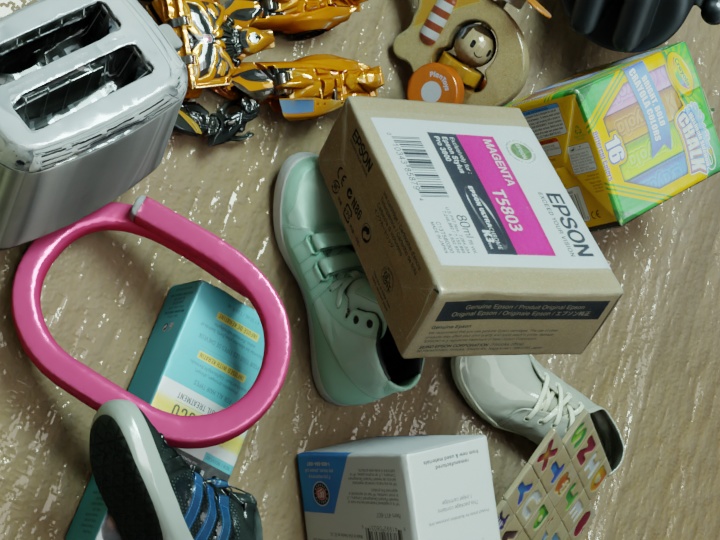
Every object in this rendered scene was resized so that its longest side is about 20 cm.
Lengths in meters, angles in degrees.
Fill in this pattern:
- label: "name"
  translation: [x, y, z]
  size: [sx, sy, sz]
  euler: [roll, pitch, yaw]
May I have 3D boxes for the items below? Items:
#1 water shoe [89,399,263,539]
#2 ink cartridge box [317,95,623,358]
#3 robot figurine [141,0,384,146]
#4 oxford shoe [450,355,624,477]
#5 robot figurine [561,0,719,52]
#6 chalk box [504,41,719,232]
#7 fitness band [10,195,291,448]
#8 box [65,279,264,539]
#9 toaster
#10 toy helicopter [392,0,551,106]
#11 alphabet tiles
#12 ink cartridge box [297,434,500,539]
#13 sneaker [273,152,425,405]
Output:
- label: "water shoe"
  translation: [-0.113, 0.164, 0.913]
  size: [0.079, 0.071, 0.202]
  euler: [-36, 111, -37]
- label: "ink cartridge box"
  translation: [0.078, -0.034, 1.015]
  size: [0.163, 0.075, 0.201]
  euler: [-1, 48, -29]
- label: "robot figurine"
  translation: [-0.079, -0.173, 1.042]
  size: [0.198, 0.058, 0.147]
  euler: [-10, 89, -36]
- label: "oxford shoe"
  translation: [0.158, 0.117, 1.175]
  size: [0.200, 0.058, 0.076]
  euler: [39, 65, -24]
- label: "robot figurine"
  translation: [0.252, -0.274, 1.238]
  size: [0.151, 0.124, 0.200]
  euler: [52, 42, -15]
- label: "chalk box"
  translation: [0.233, -0.122, 1.219]
  size: [0.199, 0.124, 0.125]
  euler: [-27, 100, -36]
- label: "fitness band"
  translation: [-0.142, 0.035, 0.938]
  size: [0.199, 0.037, 0.144]
  euler: [31, 70, 0]
- label: "box"
  translation: [-0.129, 0.115, 0.976]
  size: [0.082, 0.049, 0.202]
  euler: [31, 67, -28]
- label: "toaster"
  translation: [-0.205, -0.101, 0.889]
  size: [0.199, 0.129, 0.114]
  euler: [-32, 81, -33]
- label: "toy helicopter"
  translation: [0.076, -0.227, 1.129]
  size: [0.201, 0.132, 0.079]
  euler: [63, 25, 8]
- label: "alphabet tiles"
  translation: [0.146, 0.204, 1.104]
  size: [0.167, 0.006, 0.200]
  euler: [-53, 149, -13]
- label: "ink cartridge box"
  translation: [0.034, 0.229, 1.018]
  size: [0.084, 0.145, 0.203]
  euler: [-7, 89, -36]
- label: "sneaker"
  translation: [0.000, 0.000, 1.041]
  size: [0.073, 0.118, 0.203]
  euler: [-14, 91, -34]
